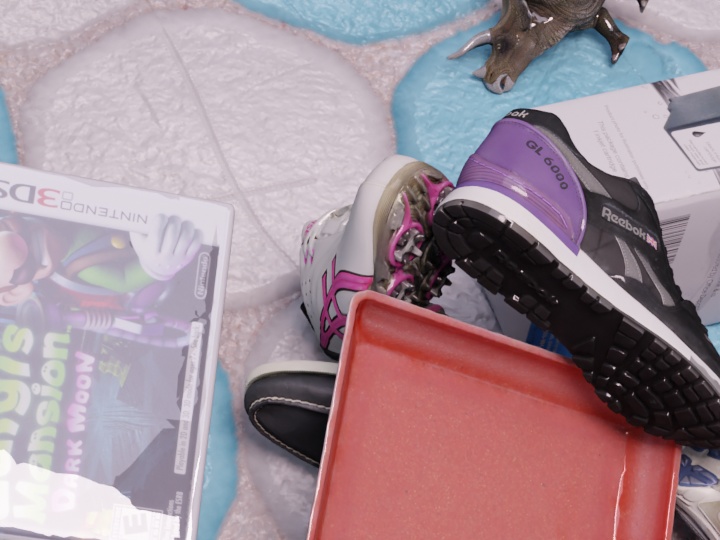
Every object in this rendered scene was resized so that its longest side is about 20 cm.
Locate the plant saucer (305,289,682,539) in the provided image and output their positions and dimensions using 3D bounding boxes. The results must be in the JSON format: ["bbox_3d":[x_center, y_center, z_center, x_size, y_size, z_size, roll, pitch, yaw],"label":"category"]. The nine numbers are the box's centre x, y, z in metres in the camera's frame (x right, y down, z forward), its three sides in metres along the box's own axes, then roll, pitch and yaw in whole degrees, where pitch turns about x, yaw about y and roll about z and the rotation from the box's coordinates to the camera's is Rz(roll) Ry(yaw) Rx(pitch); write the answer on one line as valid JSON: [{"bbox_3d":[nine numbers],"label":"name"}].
[{"bbox_3d":[0.058,0.133,0.869,0.199,0.037,0.201,19,70,-24],"label":"plant saucer"}]

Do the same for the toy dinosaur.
[{"bbox_3d":[0.141,-0.198,1.153,0.102,0.077,0.201,25,60,3],"label":"toy dinosaur"}]

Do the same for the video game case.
[{"bbox_3d":[-0.165,0.044,0.939,0.181,0.023,0.201,10,71,-13],"label":"video game case"}]

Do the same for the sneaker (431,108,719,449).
[{"bbox_3d":[0.132,0.002,0.871,0.200,0.076,0.088,43,60,-19],"label":"sneaker"}]

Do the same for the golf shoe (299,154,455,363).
[{"bbox_3d":[0.000,0.000,0.929,0.092,0.200,0.073,35,63,16],"label":"golf shoe"}]

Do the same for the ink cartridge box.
[{"bbox_3d":[0.176,-0.033,1.002,0.199,0.147,0.086,-14,58,-15],"label":"ink cartridge box"}]

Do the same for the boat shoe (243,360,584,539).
[{"bbox_3d":[0.027,0.110,0.934,0.198,0.075,0.066,24,53,-6],"label":"boat shoe"}]

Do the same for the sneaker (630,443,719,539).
[{"bbox_3d":[0.197,0.129,0.944,0.077,0.085,0.200,-22,38,-6],"label":"sneaker"}]
